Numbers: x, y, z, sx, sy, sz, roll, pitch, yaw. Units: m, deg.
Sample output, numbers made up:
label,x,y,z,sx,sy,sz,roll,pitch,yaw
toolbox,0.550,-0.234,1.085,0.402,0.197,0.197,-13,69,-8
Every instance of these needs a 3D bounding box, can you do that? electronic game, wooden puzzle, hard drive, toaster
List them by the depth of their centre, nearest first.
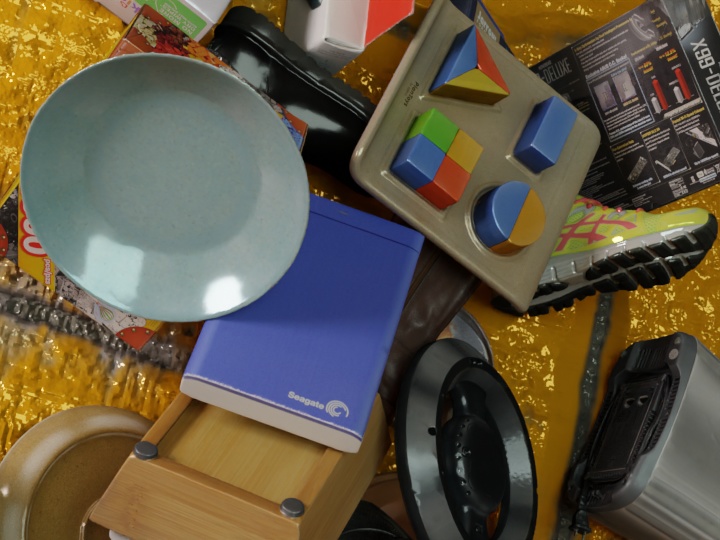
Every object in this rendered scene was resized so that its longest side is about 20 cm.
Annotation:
label,x,y,z,sx,sy,sz,roll,pitch,yaw
hard drive,-0.038,0.028,1.213,0.131,0.025,0.201,19,48,-1
electronic game,0.083,0.151,1.285,0.200,0.041,0.202,32,51,-50
wooden puzzle,0.103,-0.096,1.313,0.200,0.046,0.186,39,60,-22
toaster,0.264,0.161,1.403,0.129,0.113,0.201,33,65,-17

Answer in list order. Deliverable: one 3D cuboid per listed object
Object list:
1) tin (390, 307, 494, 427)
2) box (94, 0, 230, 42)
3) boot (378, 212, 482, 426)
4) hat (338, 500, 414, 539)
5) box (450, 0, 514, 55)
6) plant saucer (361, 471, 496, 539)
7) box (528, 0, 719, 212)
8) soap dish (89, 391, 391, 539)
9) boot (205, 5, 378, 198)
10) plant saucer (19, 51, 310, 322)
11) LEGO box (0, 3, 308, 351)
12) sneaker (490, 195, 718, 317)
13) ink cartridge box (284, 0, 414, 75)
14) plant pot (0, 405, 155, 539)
label,x,y,z,sx,sy,sz,roll,pitch,yaw
tin,0.014,0.066,1.350,0.199,0.042,0.113,20,67,-19
box,-0.168,-0.300,1.315,0.200,0.097,0.177,37,64,-14
boot,0.000,0.000,1.304,0.186,0.064,0.201,42,66,-18
hat,0.015,0.247,1.213,0.200,0.081,0.202,23,57,-39
box,0.091,-0.142,1.393,0.121,0.032,0.201,45,52,-52
plant saucer,0.042,0.259,1.320,0.199,0.037,0.202,5,77,-23
box,0.232,-0.130,1.400,0.050,0.200,0.159,-22,88,-33
soap dish,-0.077,0.136,1.191,0.156,0.082,0.200,21,34,10
boot,-0.073,-0.088,1.320,0.211,0.079,0.158,38,65,-10
plant saucer,-0.131,-0.061,1.142,0.200,0.201,0.039,36,27,-13
LEGO box,-0.157,-0.065,1.209,0.149,0.200,0.077,36,27,-12
sneaker,0.196,-0.030,1.386,0.078,0.199,0.091,42,39,-56
ink cartridge box,-0.004,-0.270,1.338,0.043,0.173,0.202,12,74,-22
plant pot,-0.179,0.196,1.210,0.199,0.027,0.202,13,69,-37
